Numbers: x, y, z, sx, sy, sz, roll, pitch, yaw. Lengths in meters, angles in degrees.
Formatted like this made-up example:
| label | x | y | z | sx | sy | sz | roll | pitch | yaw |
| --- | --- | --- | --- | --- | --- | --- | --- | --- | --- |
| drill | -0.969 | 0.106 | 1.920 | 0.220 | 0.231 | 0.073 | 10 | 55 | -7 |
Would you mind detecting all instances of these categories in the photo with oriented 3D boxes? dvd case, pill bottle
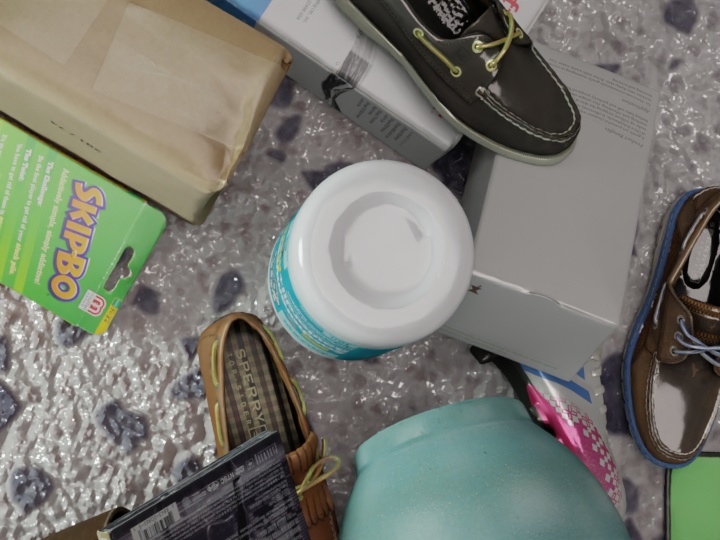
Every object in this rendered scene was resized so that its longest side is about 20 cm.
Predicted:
| label | x | y | z | sx | sy | sz | roll | pitch | yaw |
| --- | --- | --- | --- | --- | --- | --- | --- | --- | --- |
| dvd case | -0.075 | 0.219 | 1.006 | 0.148 | 0.016 | 0.201 | -28 | 106 | -46 |
| pill bottle | 0.000 | 0.000 | 1.045 | 0.110 | 0.200 | 0.112 | 1 | 83 | -9 |

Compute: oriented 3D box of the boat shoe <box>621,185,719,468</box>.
| label | x | y | z | sx | sy | sz | roll | pitch | yaw |
| --- | --- | --- | --- | --- | --- | --- | --- | --- | --- |
| boat shoe | 0.229 | 0.037 | 1.144 | 0.072 | 0.072 | 0.201 | 9 | 82 | -8 |

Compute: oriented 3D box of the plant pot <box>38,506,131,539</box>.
| label | x | y | z | sx | sy | sz | roll | pitch | yaw |
| --- | --- | --- | --- | --- | --- | --- | --- | --- | --- |
| plant pot | -0.219 | 0.261 | 1.004 | 0.199 | 0.187 | 0.188 | -15 | 86 | 4 |

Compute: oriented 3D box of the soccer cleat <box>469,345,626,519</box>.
| label | x | y | z | sx | sy | sz | roll | pitch | yaw |
| --- | --- | --- | --- | --- | --- | --- | --- | --- | --- |
| soccer cleat | 0.143 | 0.077 | 1.127 | 0.086 | 0.070 | 0.201 | -30 | 90 | -16 |

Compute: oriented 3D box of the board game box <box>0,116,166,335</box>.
| label | x | y | z | sx | sy | sz | roll | pitch | yaw |
| --- | --- | --- | --- | --- | --- | --- | --- | --- | --- |
| board game box | -0.235 | -0.045 | 1.092 | 0.199 | 0.030 | 0.096 | 30 | 92 | -2 |

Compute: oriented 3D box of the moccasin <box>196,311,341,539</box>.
| label | x | y | z | sx | sy | sz | roll | pitch | yaw |
| --- | --- | --- | --- | --- | --- | --- | --- | --- | --- |
| moccasin | -0.055 | 0.125 | 1.084 | 0.073 | 0.078 | 0.203 | -11 | 86 | -12 |

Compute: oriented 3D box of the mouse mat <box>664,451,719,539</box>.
| label | x | y | z | sx | sy | sz | roll | pitch | yaw |
| --- | --- | --- | --- | --- | --- | --- | --- | --- | --- |
| mouse mat | 0.291 | 0.231 | 1.166 | 0.160 | 0.008 | 0.201 | 4 | 82 | -9 |

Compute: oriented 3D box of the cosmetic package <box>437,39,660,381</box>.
| label | x | y | z | sx | sy | sz | roll | pitch | yaw |
| --- | --- | --- | --- | --- | --- | --- | --- | --- | --- |
| cosmetic package | 0.124 | -0.042 | 1.093 | 0.107 | 0.085 | 0.201 | 22 | 57 | -6 |

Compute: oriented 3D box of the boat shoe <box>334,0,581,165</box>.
| label | x | y | z | sx | sy | sz | roll | pitch | yaw |
| --- | --- | --- | --- | --- | --- | --- | --- | --- | --- |
| boat shoe | 0.064 | -0.147 | 1.044 | 0.201 | 0.061 | 0.072 | 40 | 61 | 2 |

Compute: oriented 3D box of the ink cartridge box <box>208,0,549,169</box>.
| label | x | y | z | sx | sy | sz | roll | pitch | yaw |
| --- | --- | --- | --- | --- | --- | --- | --- | --- | --- |
| ink cartridge box | 0.010 | -0.187 | 1.127 | 0.199 | 0.084 | 0.145 | 34 | 79 | -4 |

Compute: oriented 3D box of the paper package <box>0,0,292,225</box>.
| label | x | y | z | sx | sy | sz | roll | pitch | yaw |
| --- | --- | --- | --- | --- | --- | --- | --- | --- | --- |
| paper package | -0.157 | -0.125 | 1.037 | 0.199 | 0.191 | 0.104 | 30 | 81 | -5 |

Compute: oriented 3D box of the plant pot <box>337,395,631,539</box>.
| label | x | y | z | sx | sy | sz | roll | pitch | yaw |
| --- | --- | --- | --- | --- | --- | --- | --- | --- | --- |
| plant pot | 0.069 | 0.163 | 1.054 | 0.199 | 0.201 | 0.135 | -13 | 68 | -11 |
